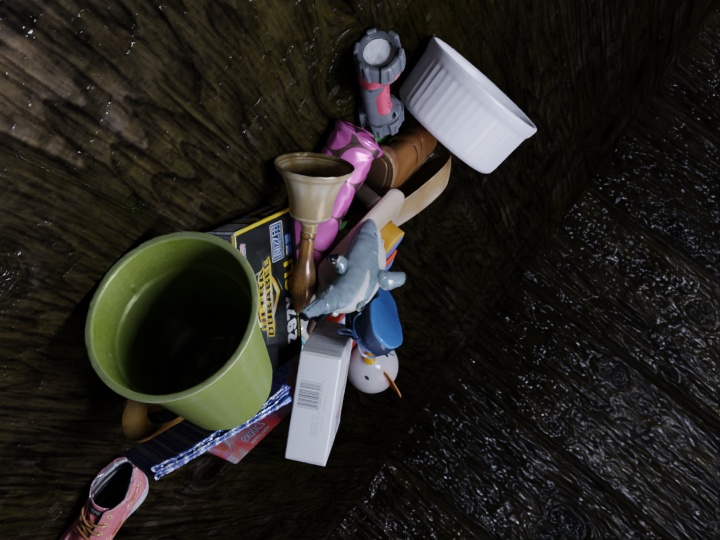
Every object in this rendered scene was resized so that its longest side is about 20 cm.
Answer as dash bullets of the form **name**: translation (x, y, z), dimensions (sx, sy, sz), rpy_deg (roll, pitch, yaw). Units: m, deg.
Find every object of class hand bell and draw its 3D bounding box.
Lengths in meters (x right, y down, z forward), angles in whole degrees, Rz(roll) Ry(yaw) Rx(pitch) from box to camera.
- **hand bell**: translation (-0.067, -0.039, 1.526), dimensions (0.104, 0.103, 0.203), rpy_deg (-28, 129, -56)

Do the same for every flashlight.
- **flashlight**: translation (0.030, -0.241, 1.573), dimensions (0.068, 0.067, 0.200), rpy_deg (-52, 163, -12)

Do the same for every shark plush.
- **shark plush**: translation (-0.029, 0.011, 1.552), dimensions (0.199, 0.090, 0.084), rpy_deg (-35, 116, -37)

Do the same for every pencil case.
- **pencil case**: translation (-0.041, -0.105, 1.622), dimensions (0.202, 0.090, 0.093), rpy_deg (-60, 161, 17)

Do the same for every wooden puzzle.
- **wooden puzzle**: translation (0.000, 0.000, 1.711), dimensions (0.185, 0.046, 0.201), rpy_deg (-47, 165, -25)

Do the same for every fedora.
- **fedora**: translation (-0.247, 0.126, 1.527), dimensions (0.200, 0.082, 0.202), rpy_deg (-43, 159, -21)

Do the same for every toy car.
- **toy car**: translation (-0.001, 0.143, 2.057), dimensions (0.185, 0.199, 0.177), rpy_deg (-50, 164, -12)

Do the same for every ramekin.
- **ramekin**: translation (0.148, -0.232, 1.707), dimensions (0.098, 0.201, 0.200), rpy_deg (-48, 166, 14)

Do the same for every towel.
- **towel**: translation (-0.189, 0.188, 1.469), dimensions (0.198, 0.024, 0.144), rpy_deg (-29, -167, -21)

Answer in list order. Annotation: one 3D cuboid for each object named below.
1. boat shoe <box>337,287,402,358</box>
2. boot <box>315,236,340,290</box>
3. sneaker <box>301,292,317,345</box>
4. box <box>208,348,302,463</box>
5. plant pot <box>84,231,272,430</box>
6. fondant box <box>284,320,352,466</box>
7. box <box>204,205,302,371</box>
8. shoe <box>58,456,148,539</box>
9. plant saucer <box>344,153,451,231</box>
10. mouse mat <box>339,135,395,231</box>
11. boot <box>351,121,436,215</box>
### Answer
- **boat shoe**: translation (0.015, 0.077, 1.611), dimensions (0.068, 0.085, 0.200), rpy_deg (-34, -172, 11)
- **boot**: translation (-0.099, 0.040, 1.770), dimensions (0.202, 0.076, 0.155), rpy_deg (-61, 175, -16)
- **sneaker**: translation (-0.119, 0.122, 1.906), dimensions (0.201, 0.070, 0.093), rpy_deg (-60, 169, 31)
- **box**: translation (-0.169, 0.176, 1.681), dimensions (0.200, 0.102, 0.096), rpy_deg (-45, -154, 44)
- **plant pot**: translation (-0.182, 0.090, 1.349), dimensions (0.201, 0.199, 0.191), rpy_deg (-49, 152, -13)
- **fondant box**: translation (-0.053, 0.160, 1.611), dimensions (0.200, 0.057, 0.147), rpy_deg (-58, 158, -79)
- **box**: translation (-0.133, 0.031, 1.524), dimensions (0.159, 0.049, 0.203), rpy_deg (-33, 123, -63)
- **shoe**: translation (-0.375, 0.352, 1.670), dimensions (0.201, 0.071, 0.091), rpy_deg (-53, 164, -22)
- **plant saucer**: translation (0.066, -0.107, 1.837), dimensions (0.199, 0.036, 0.200), rpy_deg (-34, -169, 7)
- **mouse mat**: translation (-0.018, -0.130, 1.783), dimensions (0.202, 0.007, 0.160), rpy_deg (-61, 163, 23)
- **boot**: translation (0.061, -0.169, 1.753), dimensions (0.155, 0.077, 0.200), rpy_deg (-42, 167, -18)
